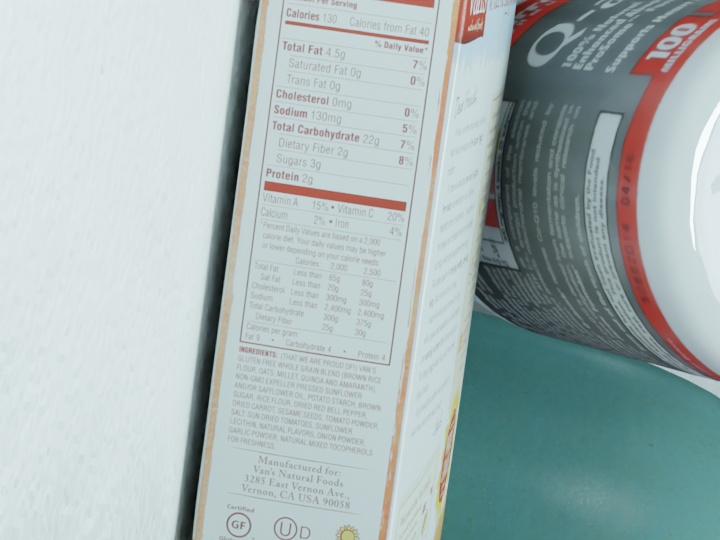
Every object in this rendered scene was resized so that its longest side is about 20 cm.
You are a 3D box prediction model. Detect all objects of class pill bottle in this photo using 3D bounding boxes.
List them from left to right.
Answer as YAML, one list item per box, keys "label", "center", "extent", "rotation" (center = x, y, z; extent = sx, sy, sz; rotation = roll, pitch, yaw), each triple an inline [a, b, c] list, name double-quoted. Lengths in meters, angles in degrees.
- label: "pill bottle"
  center: [0.088, -0.031, 0.843]
  extent: [0.200, 0.116, 0.116]
  rotation: [14, -84, 62]

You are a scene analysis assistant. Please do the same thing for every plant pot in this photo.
- label: "plant pot"
  center: [0.071, 0.118, 0.983]
  extent: [0.201, 0.161, 0.201]
  rotation: [9, 90, -81]

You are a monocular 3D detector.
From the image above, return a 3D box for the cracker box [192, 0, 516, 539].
- label: "cracker box"
  center: [0.000, 0.000, 0.754]
  extent: [0.134, 0.058, 0.200]
  rotation: [-35, 134, -79]

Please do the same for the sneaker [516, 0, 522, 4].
- label: "sneaker"
  center: [0.044, -0.180, 0.872]
  extent: [0.088, 0.075, 0.200]
  rotation: [-160, -96, -86]

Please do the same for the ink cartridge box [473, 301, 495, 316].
- label: "ink cartridge box"
  center: [0.126, -0.041, 1.043]
  extent: [0.084, 0.200, 0.146]
  rotation: [58, 41, -76]
